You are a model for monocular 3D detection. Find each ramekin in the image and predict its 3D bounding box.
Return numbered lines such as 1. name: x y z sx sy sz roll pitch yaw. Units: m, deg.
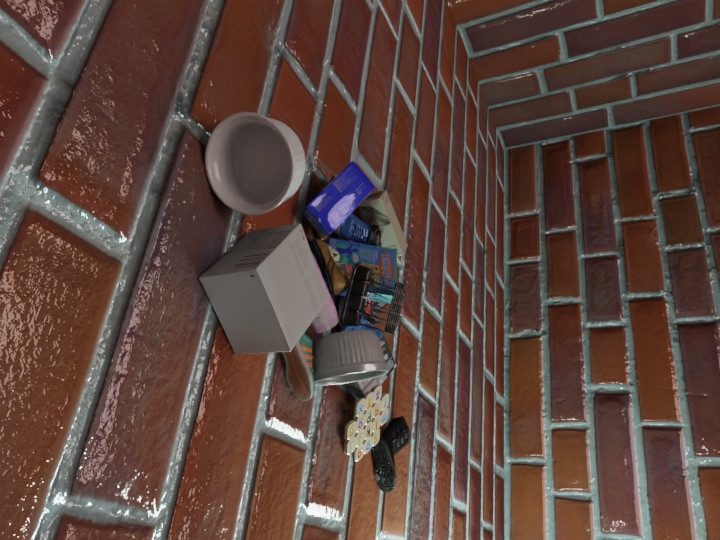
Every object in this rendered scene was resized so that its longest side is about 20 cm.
1. ramekin: -0.209 -0.221 1.190 0.098 0.198 0.203 -37 117 -68
2. ramekin: -0.036 0.218 1.441 0.200 0.198 0.106 23 54 -60

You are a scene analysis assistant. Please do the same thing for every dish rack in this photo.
1. dish rack: 0.040 0.080 1.451 0.199 0.054 0.155 21 82 -52

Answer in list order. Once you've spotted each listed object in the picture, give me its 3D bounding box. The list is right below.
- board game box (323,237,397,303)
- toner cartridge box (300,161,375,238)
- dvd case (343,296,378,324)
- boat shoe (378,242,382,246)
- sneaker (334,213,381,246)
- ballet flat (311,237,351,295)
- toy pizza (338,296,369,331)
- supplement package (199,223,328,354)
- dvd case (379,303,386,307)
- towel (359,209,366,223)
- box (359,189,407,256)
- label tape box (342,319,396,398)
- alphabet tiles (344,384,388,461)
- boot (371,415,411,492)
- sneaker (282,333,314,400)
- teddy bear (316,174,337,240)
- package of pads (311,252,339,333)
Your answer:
1. board game box: 0.000 0.000 1.559 0.045 0.197 0.154 115 -18 -56
2. toner cartridge box: -0.057 -0.186 1.506 0.095 0.043 0.200 47 62 -9
3. dvd case: -0.010 0.044 1.656 0.200 0.022 0.147 47 33 -37
4. boat shoe: 0.035 -0.038 1.695 0.200 0.056 0.068 -41 150 -62
5. sneaker: 0.001 -0.110 1.608 0.078 0.110 0.200 -67 164 -3
6. ballet flat: -0.073 -0.013 1.469 0.069 0.062 0.201 88 -17 -47
7. toy pizza: -0.016 0.141 1.672 0.200 0.031 0.203 27 59 -56
8. supplement package: -0.193 0.038 1.206 0.200 0.145 0.193 -55 132 -54
9. dvd case: 0.046 0.025 1.845 0.142 0.017 0.203 -28 109 -63
10. towel: 0.060 -0.114 1.867 0.199 0.030 0.148 16 63 -60
11. box: 0.072 -0.140 1.787 0.202 0.081 0.069 65 29 -20
12. label tape box: 0.010 0.240 1.602 0.144 0.063 0.201 -46 131 -29
13. alphabet tiles: 0.019 0.426 1.618 0.199 0.014 0.198 -28 125 -49
14. boot: 0.103 0.564 1.790 0.200 0.065 0.167 -19 102 -68
15. sneaker: -0.138 0.203 1.364 0.080 0.071 0.203 -30 110 -57
16. teddy bear: -0.080 -0.174 1.580 0.200 0.066 0.147 -50 130 -56
17. package of pads: -0.121 0.039 1.386 0.121 0.075 0.202 -122 -170 -61
